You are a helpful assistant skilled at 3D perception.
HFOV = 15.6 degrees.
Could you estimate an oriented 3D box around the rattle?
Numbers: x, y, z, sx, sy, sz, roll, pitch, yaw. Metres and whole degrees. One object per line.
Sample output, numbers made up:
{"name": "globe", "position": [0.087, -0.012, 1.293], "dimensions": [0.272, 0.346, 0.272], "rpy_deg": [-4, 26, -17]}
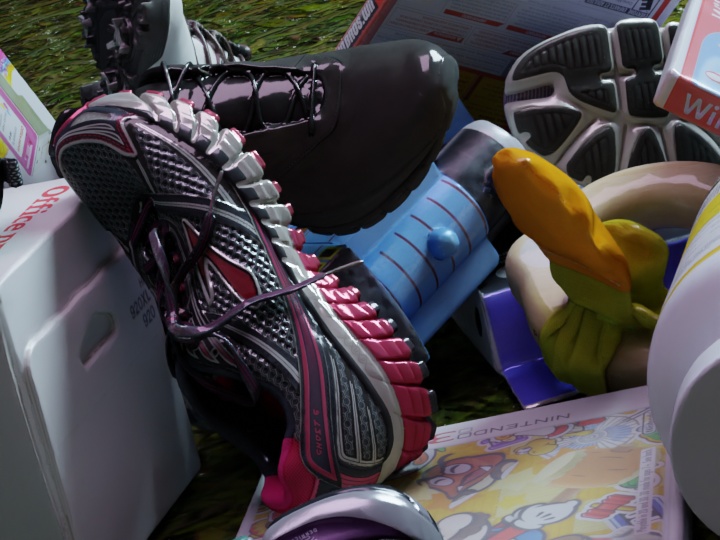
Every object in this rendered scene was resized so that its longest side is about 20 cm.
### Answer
{"name": "rattle", "position": [0.155, -0.041, 1.116], "dimensions": [0.199, 0.143, 0.130], "rpy_deg": [-21, 29, -3]}

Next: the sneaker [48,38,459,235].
{"name": "sneaker", "position": [-0.049, -0.057, 1.130], "dimensions": [0.199, 0.091, 0.076], "rpy_deg": [-19, 54, 31]}

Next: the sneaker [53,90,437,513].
{"name": "sneaker", "position": [-0.056, 0.008, 1.050], "dimensions": [0.075, 0.200, 0.081], "rpy_deg": [-30, -23, -33]}

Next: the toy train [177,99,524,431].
{"name": "toy train", "position": [0.000, 0.000, 1.186], "dimensions": [0.200, 0.087, 0.114], "rpy_deg": [-45, 24, -24]}

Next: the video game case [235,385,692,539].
{"name": "video game case", "position": [0.036, 0.101, 0.999], "dimensions": [0.181, 0.023, 0.200], "rpy_deg": [-12, 17, 11]}

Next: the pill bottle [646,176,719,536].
{"name": "pill bottle", "position": [0.165, 0.027, 0.967], "dimensions": [0.111, 0.113, 0.200], "rpy_deg": [-10, 18, 18]}

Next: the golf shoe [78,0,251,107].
{"name": "golf shoe", "position": [-0.083, -0.094, 1.238], "dimensions": [0.094, 0.078, 0.200], "rpy_deg": [-10, -20, -10]}

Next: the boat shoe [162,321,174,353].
{"name": "boat shoe", "position": [-0.084, 0.008, 1.321], "dimensions": [0.200, 0.074, 0.066], "rpy_deg": [-32, 27, 1]}

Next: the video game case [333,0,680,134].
{"name": "video game case", "position": [0.048, -0.086, 1.260], "dimensions": [0.142, 0.200, 0.017], "rpy_deg": [11, 41, -31]}

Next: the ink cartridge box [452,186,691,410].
{"name": "ink cartridge box", "position": [0.142, -0.008, 1.229], "dimensions": [0.197, 0.044, 0.200], "rpy_deg": [-17, 18, -6]}

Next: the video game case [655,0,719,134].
{"name": "video game case", "position": [0.224, -0.054, 1.120], "dimensions": [0.199, 0.018, 0.143], "rpy_deg": [26, 24, 2]}

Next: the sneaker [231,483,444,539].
{"name": "sneaker", "position": [-0.058, 0.145, 0.867], "dimensions": [0.199, 0.075, 0.088], "rpy_deg": [-27, 44, 6]}

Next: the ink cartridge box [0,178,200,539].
{"name": "ink cartridge box", "position": [-0.195, 0.062, 1.114], "dimensions": [0.199, 0.145, 0.147], "rpy_deg": [-10, 18, 19]}

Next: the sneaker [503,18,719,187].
{"name": "sneaker", "position": [0.152, -0.074, 1.246], "dimensions": [0.199, 0.081, 0.083], "rpy_deg": [-3, -3, -26]}

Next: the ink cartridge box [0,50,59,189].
{"name": "ink cartridge box", "position": [-0.206, -0.043, 1.245], "dimensions": [0.084, 0.200, 0.145], "rpy_deg": [-22, 32, 21]}

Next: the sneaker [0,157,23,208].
{"name": "sneaker", "position": [-0.227, -0.018, 1.020], "dimensions": [0.199, 0.078, 0.140], "rpy_deg": [-24, 20, -20]}
